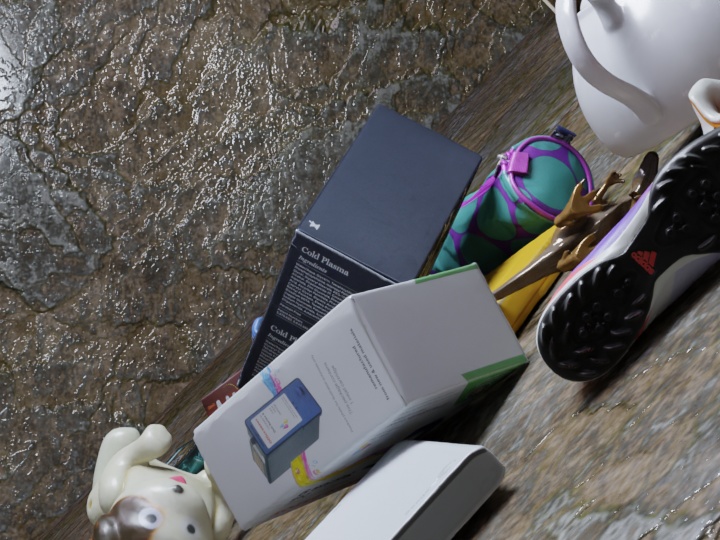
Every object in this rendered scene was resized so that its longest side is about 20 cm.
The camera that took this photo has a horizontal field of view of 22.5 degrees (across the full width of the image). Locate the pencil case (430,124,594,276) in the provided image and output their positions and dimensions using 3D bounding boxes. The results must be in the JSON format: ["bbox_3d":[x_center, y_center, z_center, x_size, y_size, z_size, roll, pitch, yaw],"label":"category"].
[{"bbox_3d":[0.123,-0.049,1.570,0.086,0.092,0.200,-61,11,-28],"label":"pencil case"}]

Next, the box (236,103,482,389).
[{"bbox_3d":[0.000,0.000,1.501,0.201,0.103,0.183,-60,-6,-48],"label":"box"}]

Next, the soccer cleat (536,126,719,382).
[{"bbox_3d":[0.181,-0.017,1.077,0.200,0.068,0.073,-47,1,8],"label":"soccer cleat"}]

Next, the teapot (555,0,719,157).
[{"bbox_3d":[0.229,-0.187,1.360,0.196,0.147,0.200,-33,3,-4],"label":"teapot"}]

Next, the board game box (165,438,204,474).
[{"bbox_3d":[-0.250,0.279,2.219,0.200,0.028,0.135,-49,7,-31],"label":"board game box"}]

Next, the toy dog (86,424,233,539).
[{"bbox_3d":[-0.189,0.230,1.607,0.195,0.139,0.200,-59,8,-9],"label":"toy dog"}]

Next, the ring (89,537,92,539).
[{"bbox_3d":[-0.406,0.420,2.382,0.200,0.019,0.200,-44,7,6],"label":"ring"}]

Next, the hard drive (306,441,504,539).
[{"bbox_3d":[0.012,0.161,1.122,0.132,0.026,0.200,-46,5,-11],"label":"hard drive"}]

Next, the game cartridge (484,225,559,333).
[{"bbox_3d":[0.080,0.058,1.446,0.176,0.032,0.200,-39,6,48],"label":"game cartridge"}]

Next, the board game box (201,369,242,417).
[{"bbox_3d":[-0.080,0.133,1.676,0.019,0.104,0.200,-19,-11,-35],"label":"board game box"}]

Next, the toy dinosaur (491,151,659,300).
[{"bbox_3d":[0.154,-0.015,1.345,0.199,0.061,0.106,-33,-10,-5],"label":"toy dinosaur"}]

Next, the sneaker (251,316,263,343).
[{"bbox_3d":[-0.014,0.041,1.702,0.199,0.086,0.077,-28,40,-10],"label":"sneaker"}]

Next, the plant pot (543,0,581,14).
[{"bbox_3d":[0.283,-0.299,1.788,0.200,0.200,0.177,-44,-5,8],"label":"plant pot"}]

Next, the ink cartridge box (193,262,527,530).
[{"bbox_3d":[-0.002,0.090,1.284,0.145,0.088,0.200,-14,-19,-49],"label":"ink cartridge box"}]

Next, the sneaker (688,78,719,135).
[{"bbox_3d":[0.274,-0.121,1.076,0.200,0.079,0.079,-37,9,46],"label":"sneaker"}]
